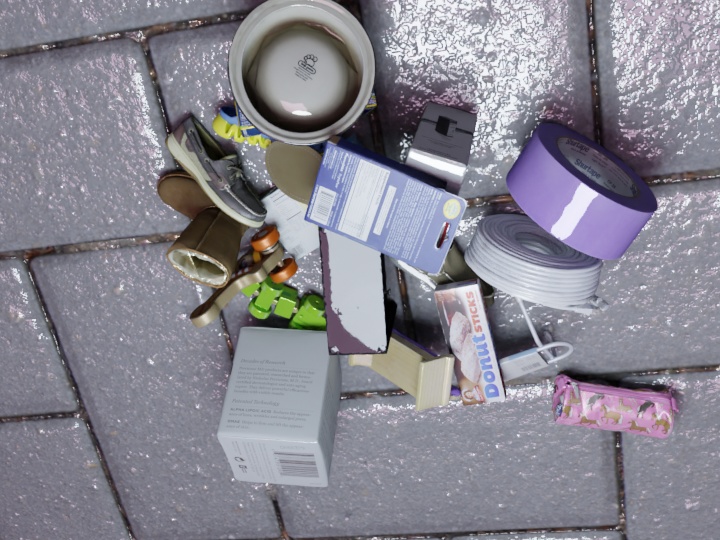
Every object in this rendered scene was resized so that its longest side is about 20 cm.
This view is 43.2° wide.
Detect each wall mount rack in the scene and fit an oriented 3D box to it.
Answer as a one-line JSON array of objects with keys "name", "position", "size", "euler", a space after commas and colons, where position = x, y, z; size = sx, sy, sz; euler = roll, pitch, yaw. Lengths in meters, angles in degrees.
[{"name": "wall mount rack", "position": [0.229, 0.115, 1.445], "size": [0.197, 0.076, 0.174], "euler": [-23, 145, 20]}]

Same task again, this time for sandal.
[{"name": "sandal", "position": [-0.040, -0.122, 1.313], "size": [0.209, 0.069, 0.079], "euler": [26, 98, 21]}, {"name": "sandal", "position": [-0.122, -0.224, 1.351], "size": [0.196, 0.080, 0.088], "euler": [15, 116, -1]}]

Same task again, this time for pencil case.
[{"name": "pencil case", "position": [0.417, 0.225, 1.502], "size": [0.196, 0.087, 0.085], "euler": [8, 88, 5]}]

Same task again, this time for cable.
[{"name": "cable", "position": [0.254, -0.017, 1.328], "size": [0.196, 0.201, 0.070], "euler": [6, 116, -17]}]

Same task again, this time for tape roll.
[{"name": "tape roll", "position": [0.308, -0.112, 1.268], "size": [0.198, 0.201, 0.086], "euler": [29, 120, -7]}]

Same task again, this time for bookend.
[{"name": "bookend", "position": [0.000, 0.000, 1.400], "size": [0.090, 0.200, 0.203], "euler": [-2, 106, 7]}]

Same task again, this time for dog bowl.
[{"name": "dog bowl", "position": [-0.079, -0.263, 1.226], "size": [0.196, 0.074, 0.204], "euler": [0, 86, -4]}]

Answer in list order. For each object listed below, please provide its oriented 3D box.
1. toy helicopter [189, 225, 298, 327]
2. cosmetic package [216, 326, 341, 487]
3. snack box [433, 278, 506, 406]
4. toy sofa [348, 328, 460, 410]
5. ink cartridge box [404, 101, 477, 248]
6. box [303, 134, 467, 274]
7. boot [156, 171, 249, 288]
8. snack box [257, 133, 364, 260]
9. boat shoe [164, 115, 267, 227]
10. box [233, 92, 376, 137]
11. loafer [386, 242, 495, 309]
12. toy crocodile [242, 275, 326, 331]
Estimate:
[{"name": "toy helicopter", "position": [-0.200, 0.017, 1.417], "size": [0.131, 0.200, 0.080], "euler": [-4, 125, 45]}, {"name": "cosmetic package", "position": [-0.126, 0.224, 1.497], "size": [0.162, 0.203, 0.166], "euler": [2, 142, 7]}, {"name": "snack box", "position": [0.171, 0.113, 1.408], "size": [0.071, 0.024, 0.203], "euler": [-10, 110, 17]}, {"name": "toy sofa", "position": [0.074, 0.141, 1.456], "size": [0.096, 0.199, 0.084], "euler": [-8, 112, -34]}, {"name": "ink cartridge box", "position": [0.103, -0.133, 1.291], "size": [0.082, 0.201, 0.146], "euler": [17, 120, 3]}, {"name": "box", "position": [0.033, -0.084, 1.199], "size": [0.197, 0.032, 0.123], "euler": [24, 121, 5]}, {"name": "boot", "position": [-0.255, -0.069, 1.382], "size": [0.172, 0.201, 0.067], "euler": [19, 120, -2]}, {"name": "snack box", "position": [-0.057, -0.111, 1.421], "size": [0.198, 0.037, 0.117], "euler": [-29, 111, 23]}, {"name": "boat shoe", "position": [-0.213, -0.153, 1.392], "size": [0.201, 0.072, 0.066], "euler": [45, 113, 4]}, {"name": "box", "position": [-0.080, -0.244, 1.293], "size": [0.196, 0.064, 0.071], "euler": [-11, 89, -4]}, {"name": "loafer", "position": [0.134, -0.005, 1.425], "size": [0.198, 0.076, 0.070], "euler": [29, 120, -10]}, {"name": "toy crocodile", "position": [-0.119, 0.054, 1.514], "size": [0.197, 0.062, 0.068], "euler": [27, 121, -11]}]
